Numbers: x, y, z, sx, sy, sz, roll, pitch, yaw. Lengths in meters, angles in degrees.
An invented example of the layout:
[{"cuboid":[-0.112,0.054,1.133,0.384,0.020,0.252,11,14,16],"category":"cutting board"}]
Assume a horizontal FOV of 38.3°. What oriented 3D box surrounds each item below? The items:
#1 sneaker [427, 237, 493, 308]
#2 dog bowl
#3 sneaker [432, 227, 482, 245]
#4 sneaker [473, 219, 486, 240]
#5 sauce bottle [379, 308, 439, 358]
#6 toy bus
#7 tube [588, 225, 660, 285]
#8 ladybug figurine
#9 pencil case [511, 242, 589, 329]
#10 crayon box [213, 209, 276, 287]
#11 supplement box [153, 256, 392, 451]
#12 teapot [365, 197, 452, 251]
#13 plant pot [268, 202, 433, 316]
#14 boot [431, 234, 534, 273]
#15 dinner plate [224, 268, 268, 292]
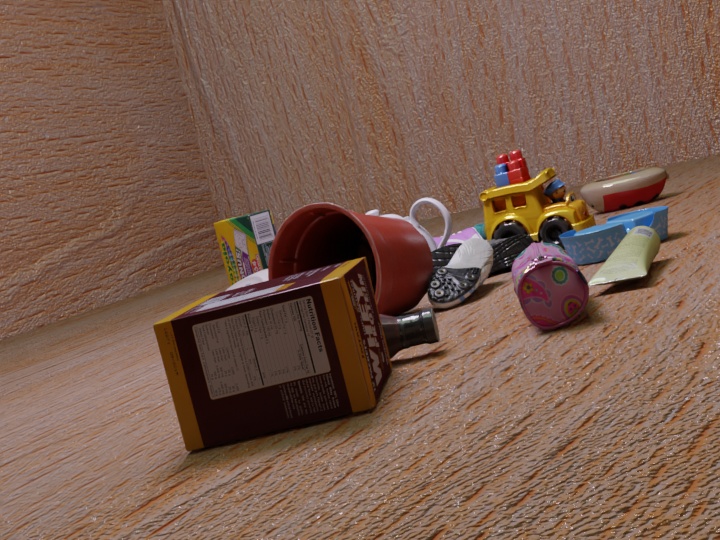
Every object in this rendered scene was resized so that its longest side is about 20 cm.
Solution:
[{"cuboid":[0.157,0.016,1.606,0.071,0.073,0.200,17,30,19],"category":"sneaker"},{"cuboid":[0.410,-0.055,1.656,0.198,0.050,0.111,-18,6,-29],"category":"dog bowl"},{"cuboid":[0.164,-0.039,1.978,0.114,0.073,0.200,-32,23,-24],"category":"sneaker"},{"cuboid":[0.298,-0.098,2.255,0.076,0.081,0.200,-16,5,-16],"category":"sneaker"},{"cuboid":[-0.006,0.085,1.233,0.197,0.067,0.066,-16,5,9],"category":"sauce bottle"},{"cuboid":[0.322,-0.131,1.929,0.197,0.195,0.135,-10,5,26],"category":"toy bus"},{"cuboid":[0.359,-0.012,1.384,0.058,0.052,0.200,-58,-12,26],"category":"tube"},{"cuboid":[0.595,-0.180,2.327,0.197,0.073,0.136,-14,6,14],"category":"ladybug figurine"},{"cuboid":[0.226,0.013,1.251,0.086,0.089,0.200,-14,4,9],"category":"pencil case"},{"cuboid":[-0.222,-0.015,2.147,0.058,0.203,0.172,-18,6,-33],"category":"crayon box"},{"cuboid":[-0.084,0.082,1.109,0.197,0.135,0.197,-14,5,9],"category":"supplement box"},{"cuboid":[0.048,-0.039,1.861,0.198,0.148,0.197,-19,1,-18],"category":"teapot"},{"cuboid":[0.000,0.000,1.535,0.199,0.204,0.194,-11,-2,35],"category":"plant pot"},{"cuboid":[0.207,-0.016,1.818,0.197,0.069,0.131,-10,-3,-3],"category":"boot"},{"cuboid":[-0.202,0.064,1.683,0.199,0.024,0.201,-30,28,18],"category":"dinner plate"}]
